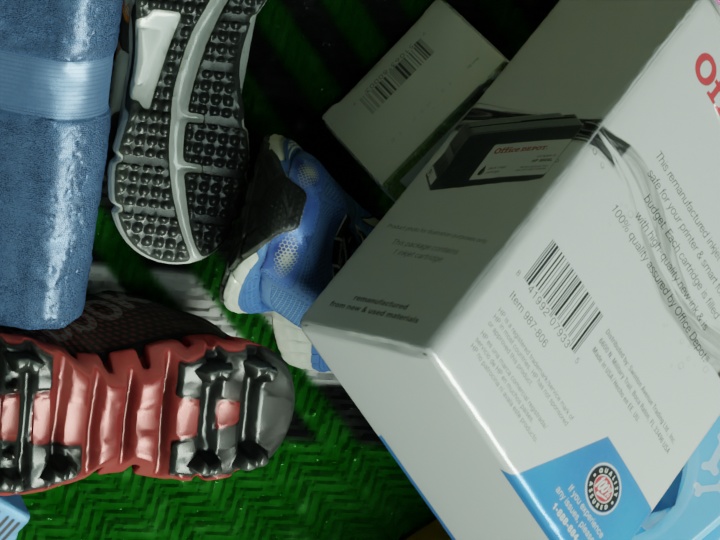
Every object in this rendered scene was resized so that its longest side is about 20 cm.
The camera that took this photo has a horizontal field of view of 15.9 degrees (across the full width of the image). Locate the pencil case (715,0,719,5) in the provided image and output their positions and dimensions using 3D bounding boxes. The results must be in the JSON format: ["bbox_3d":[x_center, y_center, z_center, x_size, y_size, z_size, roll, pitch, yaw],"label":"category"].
[{"bbox_3d":[0.199,-0.165,1.141,0.200,0.091,0.094,-45,121,10],"label":"pencil case"}]

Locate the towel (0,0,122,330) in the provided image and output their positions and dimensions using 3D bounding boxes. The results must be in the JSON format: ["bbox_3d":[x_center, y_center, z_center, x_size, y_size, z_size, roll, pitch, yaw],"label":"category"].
[{"bbox_3d":[-0.153,-0.079,1.054,0.111,0.049,0.202,14,113,12],"label":"towel"}]

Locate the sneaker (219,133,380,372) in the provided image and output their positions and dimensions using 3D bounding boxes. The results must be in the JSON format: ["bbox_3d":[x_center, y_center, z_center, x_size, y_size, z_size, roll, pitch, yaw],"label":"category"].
[{"bbox_3d":[0.000,0.000,1.103,0.200,0.088,0.079,48,57,-70],"label":"sneaker"}]

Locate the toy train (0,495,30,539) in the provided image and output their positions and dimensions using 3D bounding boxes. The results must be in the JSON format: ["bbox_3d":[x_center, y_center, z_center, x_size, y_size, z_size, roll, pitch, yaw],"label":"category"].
[{"bbox_3d":[-0.244,0.132,1.137,0.200,0.087,0.114,-47,128,8],"label":"toy train"}]

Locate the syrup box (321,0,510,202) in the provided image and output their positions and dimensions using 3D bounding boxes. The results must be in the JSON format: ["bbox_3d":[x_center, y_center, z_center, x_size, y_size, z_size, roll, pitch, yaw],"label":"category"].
[{"bbox_3d":[0.082,-0.022,1.176,0.079,0.081,0.200,-45,124,4],"label":"syrup box"}]

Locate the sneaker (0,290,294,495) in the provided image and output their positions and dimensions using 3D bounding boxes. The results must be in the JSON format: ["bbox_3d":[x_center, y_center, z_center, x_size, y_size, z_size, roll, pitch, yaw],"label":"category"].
[{"bbox_3d":[-0.132,0.051,1.120,0.199,0.098,0.071,0,108,-32],"label":"sneaker"}]

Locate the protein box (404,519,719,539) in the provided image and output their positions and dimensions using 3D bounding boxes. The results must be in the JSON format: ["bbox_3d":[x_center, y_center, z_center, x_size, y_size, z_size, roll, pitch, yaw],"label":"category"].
[{"bbox_3d":[0.108,0.220,1.284,0.198,0.135,0.201,-31,124,-2],"label":"protein box"}]

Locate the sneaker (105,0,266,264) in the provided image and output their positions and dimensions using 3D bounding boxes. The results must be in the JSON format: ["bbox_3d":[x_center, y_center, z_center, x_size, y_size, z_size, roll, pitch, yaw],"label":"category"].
[{"bbox_3d":[-0.075,-0.108,1.085,0.073,0.080,0.202,11,96,-17],"label":"sneaker"}]

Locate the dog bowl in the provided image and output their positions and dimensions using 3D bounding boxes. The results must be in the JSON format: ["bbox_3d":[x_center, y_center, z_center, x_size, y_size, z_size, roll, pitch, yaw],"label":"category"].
[{"bbox_3d":[0.124,0.114,1.139,0.200,0.050,0.112,-38,165,-7],"label":"dog bowl"}]

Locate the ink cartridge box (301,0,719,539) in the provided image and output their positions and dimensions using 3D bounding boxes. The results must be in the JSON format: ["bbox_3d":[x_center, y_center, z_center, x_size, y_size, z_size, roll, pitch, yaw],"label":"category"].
[{"bbox_3d":[0.091,0.003,1.056,0.200,0.084,0.145,-51,126,-23],"label":"ink cartridge box"}]
